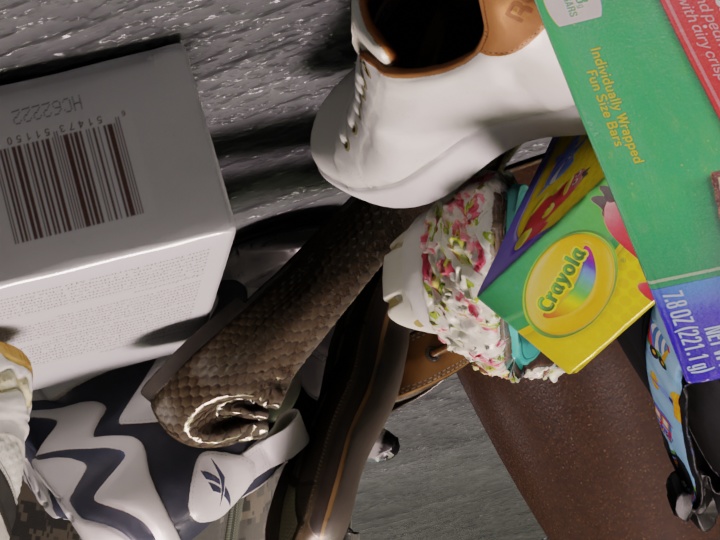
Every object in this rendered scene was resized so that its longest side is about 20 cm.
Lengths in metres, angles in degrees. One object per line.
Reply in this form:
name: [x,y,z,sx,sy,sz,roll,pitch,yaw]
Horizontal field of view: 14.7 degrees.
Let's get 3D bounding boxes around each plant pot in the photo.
plant pot: [0.133,0.054,1.320,0.187,0.200,0.187,-14,169,-3]

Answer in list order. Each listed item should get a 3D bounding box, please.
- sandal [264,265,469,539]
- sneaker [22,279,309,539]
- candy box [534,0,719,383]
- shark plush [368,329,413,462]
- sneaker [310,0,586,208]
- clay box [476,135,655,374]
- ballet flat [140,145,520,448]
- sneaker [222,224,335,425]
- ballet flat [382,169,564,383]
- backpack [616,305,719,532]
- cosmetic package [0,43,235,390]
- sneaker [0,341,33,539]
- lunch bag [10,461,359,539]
sandal: [0.019,0.037,1.151,0.055,0.200,0.082,25,153,-9]
sneaker: [-0.088,0.045,1.173,0.129,0.080,0.199,-28,-152,-12]
candy box: [0.154,-0.074,0.725,0.200,0.169,0.077,-15,-162,28]
shark plush: [-0.053,0.069,1.516,0.200,0.091,0.083,-23,-163,16]
sneaker: [0.022,-0.077,0.932,0.085,0.073,0.200,27,158,-22]
clay box: [0.126,-0.064,0.888,0.200,0.048,0.115,-46,-171,36]
ballet flat: [0.000,0.000,1.086,0.200,0.046,0.067,-41,174,-20]
sneaker: [-0.043,0.042,1.319,0.076,0.091,0.200,-14,170,-15]
ballet flat: [0.043,0.009,1.039,0.064,0.076,0.200,0,168,12]
backpack: [0.159,-0.018,1.094,0.134,0.183,0.200,-21,158,-8]
cosmetic package: [-0.107,-0.012,1.017,0.101,0.071,0.200,-14,169,-10]
sneaker: [-0.183,0.057,0.913,0.076,0.088,0.200,-12,162,41]
lunch bag: [-0.122,0.130,1.411,0.200,0.140,0.168,7,180,38]
